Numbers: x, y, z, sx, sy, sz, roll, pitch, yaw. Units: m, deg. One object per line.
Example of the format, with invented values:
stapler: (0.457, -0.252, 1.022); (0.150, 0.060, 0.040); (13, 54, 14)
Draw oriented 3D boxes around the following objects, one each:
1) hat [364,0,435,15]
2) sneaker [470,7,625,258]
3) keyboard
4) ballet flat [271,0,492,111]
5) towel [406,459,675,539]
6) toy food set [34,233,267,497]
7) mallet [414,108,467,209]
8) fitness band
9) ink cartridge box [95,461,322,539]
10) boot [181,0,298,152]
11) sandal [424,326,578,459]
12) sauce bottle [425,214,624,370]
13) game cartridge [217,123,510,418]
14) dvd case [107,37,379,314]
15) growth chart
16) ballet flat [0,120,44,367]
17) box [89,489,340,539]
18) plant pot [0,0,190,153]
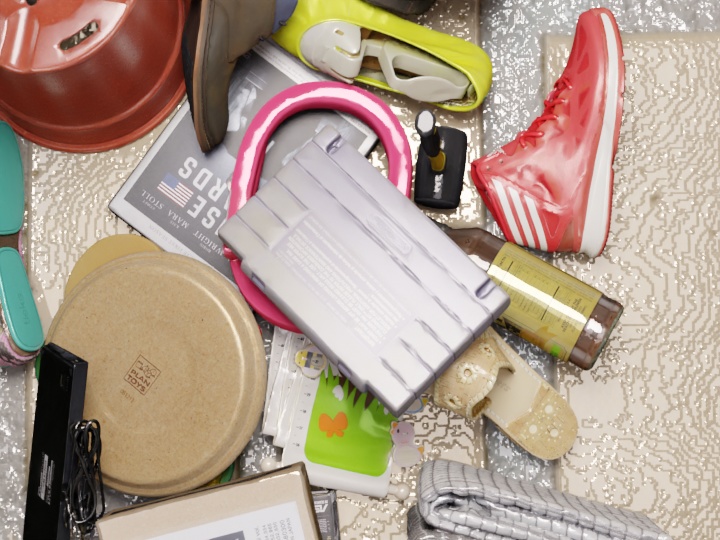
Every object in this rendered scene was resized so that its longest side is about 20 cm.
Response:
hat: (0.024, -0.258, 1.248); (0.199, 0.201, 0.081); (30, 125, 2)
sneaker: (0.148, -0.115, 1.252); (0.114, 0.078, 0.203); (4, 84, -1)
keyboard: (-0.226, 0.165, 1.213); (0.039, 0.104, 0.203); (1, 102, -32)
ballet flat: (0.013, -0.173, 1.244); (0.197, 0.067, 0.068); (16, 42, -9)
towel: (0.132, 0.211, 1.182); (0.197, 0.166, 0.087); (15, 89, 2)
toy food set: (-0.168, 0.083, 1.241); (0.198, 0.049, 0.200); (21, 93, 13)
mallet: (0.055, -0.083, 1.190); (0.041, 0.200, 0.067); (7, 92, 7)
fitness band: (-0.033, -0.050, 1.231); (0.142, 0.037, 0.203); (9, 78, 2)
ink cartridge box: (-0.096, 0.262, 1.172); (0.163, 0.075, 0.203); (-15, 87, -2)
boot: (-0.090, -0.183, 1.203); (0.096, 0.075, 0.202); (-6, 128, -11)
sandal: (0.098, 0.083, 1.200); (0.211, 0.070, 0.078); (35, 86, -21)
sauce bottle: (0.111, 0.008, 1.247); (0.198, 0.065, 0.065); (30, 86, 12)
game cartridge: (0.000, 0.000, 1.179); (0.130, 0.038, 0.200); (-44, 75, -5)
dvd case: (-0.090, -0.087, 1.276); (0.150, 0.025, 0.201); (36, 86, 3)
growth chart: (-0.013, 0.082, 1.255); (0.143, 0.018, 0.203); (3, 85, -11)
ballet flat: (-0.305, -0.020, 1.257); (0.070, 0.069, 0.203); (-12, 85, 26)
box: (-0.110, 0.263, 1.235); (0.197, 0.050, 0.160); (-6, 86, 0)
plant pot: (-0.231, -0.207, 1.201); (0.198, 0.195, 0.204); (0, 85, 1)
